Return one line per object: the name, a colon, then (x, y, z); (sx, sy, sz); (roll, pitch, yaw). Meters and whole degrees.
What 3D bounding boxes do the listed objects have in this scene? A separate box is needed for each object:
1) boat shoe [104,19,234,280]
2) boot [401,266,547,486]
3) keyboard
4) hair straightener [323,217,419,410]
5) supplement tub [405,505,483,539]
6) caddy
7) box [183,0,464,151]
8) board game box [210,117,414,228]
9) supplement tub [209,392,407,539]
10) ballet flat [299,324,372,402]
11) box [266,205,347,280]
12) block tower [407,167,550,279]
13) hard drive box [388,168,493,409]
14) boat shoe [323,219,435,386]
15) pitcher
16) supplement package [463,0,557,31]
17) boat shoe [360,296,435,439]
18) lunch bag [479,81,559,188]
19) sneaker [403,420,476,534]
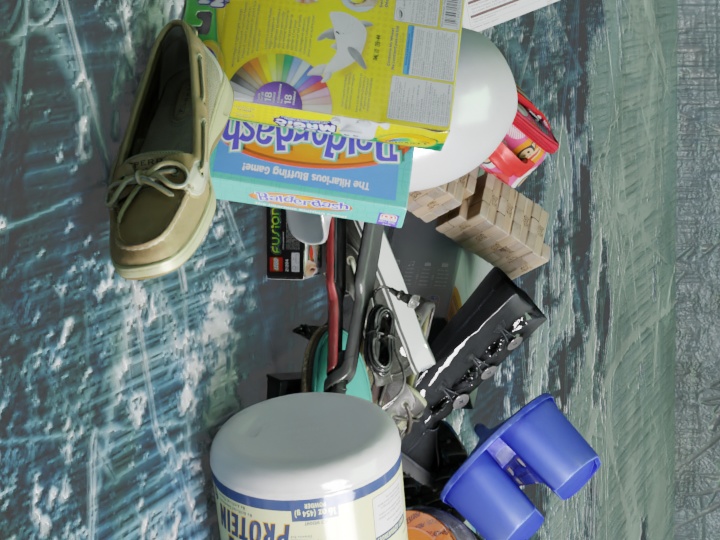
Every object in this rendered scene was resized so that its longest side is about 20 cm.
boat shoe: (-0.130, -0.079, 1.298); (0.202, 0.073, 0.063); (-76, 152, -42)
boot: (0.095, 0.101, 1.852); (0.200, 0.066, 0.165); (-51, 159, 1)
keyboard: (-0.039, 0.100, 1.679); (0.200, 0.020, 0.128); (7, 86, -73)
hair straightener: (0.008, 0.029, 1.579); (0.041, 0.076, 0.202); (60, 30, -60)
supplement tub: (0.068, 0.293, 1.865); (0.200, 0.121, 0.124); (50, 45, -64)
caddy: (0.144, 0.184, 1.861); (0.141, 0.105, 0.200); (-42, 166, -1)
box: (-0.030, -0.158, 1.423); (0.048, 0.198, 0.118); (114, -15, -72)
board game box: (-0.029, -0.142, 1.466); (0.045, 0.151, 0.202); (107, -10, -72)
supplement tub: (-0.034, 0.209, 1.499); (0.145, 0.144, 0.202); (-51, 139, -62)
ballet flat: (-0.020, 0.147, 1.615); (0.070, 0.065, 0.202); (-6, 82, -33)
box: (-0.043, -0.098, 1.620); (0.110, 0.034, 0.202); (-17, 107, -72)
block tower: (0.091, -0.069, 1.855); (0.199, 0.054, 0.058); (34, 52, -25)
hard drive box: (0.080, 0.010, 1.952); (0.156, 0.076, 0.201); (70, 28, -51)
boat shoe: (0.000, 0.000, 1.702); (0.071, 0.063, 0.201); (44, 25, -87)
pitcher: (0.011, -0.136, 1.542); (0.199, 0.121, 0.173); (-27, 96, -24)
supplement package: (0.118, -0.332, 1.783); (0.201, 0.155, 0.111); (-117, -172, -46)
boat shoe: (0.026, 0.111, 1.745); (0.072, 0.065, 0.202); (57, 39, -62)
lunch bag: (0.096, -0.158, 1.808); (0.200, 0.082, 0.177); (31, 22, -55)
sneaker: (0.078, 0.226, 2.010); (0.090, 0.078, 0.201); (-96, 179, -54)
